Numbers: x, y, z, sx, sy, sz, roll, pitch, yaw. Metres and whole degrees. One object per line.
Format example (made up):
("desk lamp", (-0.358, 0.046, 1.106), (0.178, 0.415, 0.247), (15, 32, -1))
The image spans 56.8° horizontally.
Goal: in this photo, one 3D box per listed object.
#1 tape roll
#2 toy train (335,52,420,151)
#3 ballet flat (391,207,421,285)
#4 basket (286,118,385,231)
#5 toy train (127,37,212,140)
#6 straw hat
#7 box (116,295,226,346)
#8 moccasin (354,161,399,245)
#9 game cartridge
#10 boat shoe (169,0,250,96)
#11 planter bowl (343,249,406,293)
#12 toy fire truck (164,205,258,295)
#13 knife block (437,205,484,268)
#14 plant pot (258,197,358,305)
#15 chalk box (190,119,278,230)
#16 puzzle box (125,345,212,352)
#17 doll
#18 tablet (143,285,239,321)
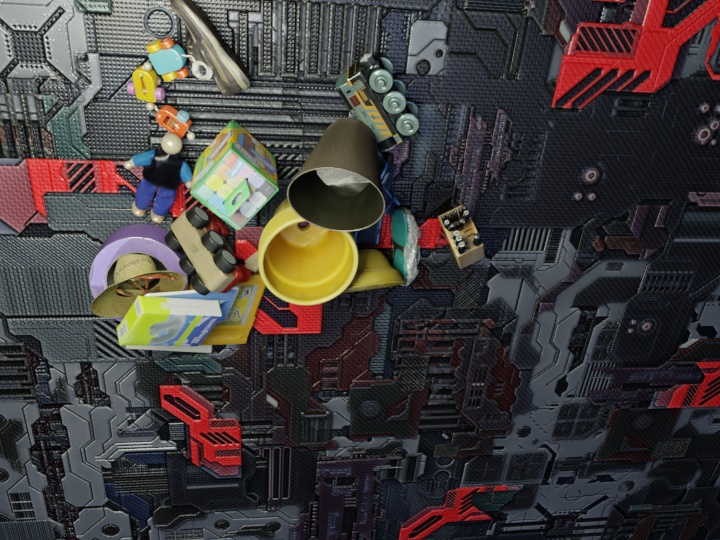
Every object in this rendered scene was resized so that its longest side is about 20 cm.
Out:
("tape roll", (-0.464, 0.009, 1.414), (0.197, 0.085, 0.202), (-3, 113, -8))
("toy train", (0.038, -0.328, 1.315), (0.113, 0.086, 0.200), (-23, 125, 21))
("ballet flat", (0.105, -0.060, 1.500), (0.071, 0.072, 0.202), (-4, 123, -7))
("basket", (-0.034, -0.190, 1.267), (0.178, 0.201, 0.137), (8, 131, 1))
("toy train", (-0.346, -0.342, 1.239), (0.149, 0.056, 0.200), (31, 134, -13))
("straw hat", (-0.445, 0.012, 1.321), (0.199, 0.086, 0.201), (-21, 163, -7))
("box", (-0.381, 0.107, 1.369), (0.199, 0.048, 0.122), (6, 139, -42))
("moccasin", (0.045, -0.142, 1.430), (0.067, 0.081, 0.201), (19, 130, -4))
("game cartridge", (-0.310, 0.084, 1.494), (0.175, 0.032, 0.202), (1, 122, -36))
("boat shoe", (-0.284, -0.402, 1.218), (0.073, 0.075, 0.200), (-33, 119, 11))
("planter bowl", (0.000, 0.000, 1.473), (0.198, 0.200, 0.085), (-7, 85, -5))
("toy fire truck", (-0.279, -0.047, 1.406), (0.129, 0.177, 0.200), (-42, 161, 17))
("knife block", (0.231, -0.055, 1.448), (0.063, 0.176, 0.201), (-24, 122, 7))
("plant pot", (-0.113, -0.062, 1.381), (0.198, 0.190, 0.203), (-4, 121, -7))
("chalk box", (-0.242, -0.176, 1.284), (0.124, 0.201, 0.124), (-42, 118, 16))
("puzzle box", (-0.438, 0.125, 1.536), (0.197, 0.026, 0.134), (5, 118, -12))
("doll", (-0.399, -0.186, 1.316), (0.135, 0.049, 0.201), (20, 129, -20))
("tablet", (-0.362, 0.078, 1.398), (0.198, 0.014, 0.130), (-5, 146, -32))
